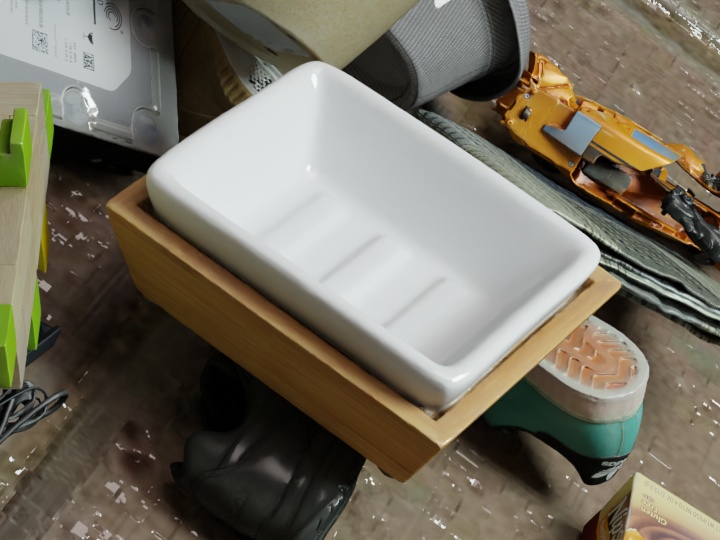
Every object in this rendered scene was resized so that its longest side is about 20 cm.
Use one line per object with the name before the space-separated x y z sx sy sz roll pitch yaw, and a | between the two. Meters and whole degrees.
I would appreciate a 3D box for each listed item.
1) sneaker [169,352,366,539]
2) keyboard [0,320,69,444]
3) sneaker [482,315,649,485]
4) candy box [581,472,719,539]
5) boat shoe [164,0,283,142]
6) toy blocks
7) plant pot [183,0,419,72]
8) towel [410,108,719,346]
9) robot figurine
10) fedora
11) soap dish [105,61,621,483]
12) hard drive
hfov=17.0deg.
sneaker | -0.029 0.055 1.175 0.090 0.076 0.200 30 35 -1
keyboard | -0.207 0.072 1.051 0.104 0.040 0.200 22 33 19
sneaker | 0.072 0.041 1.284 0.071 0.080 0.200 -20 44 -30
candy box | 0.200 0.202 1.217 0.199 0.055 0.116 33 37 -8
boat shoe | -0.069 -0.085 1.299 0.200 0.071 0.069 51 21 23
toy blocks | -0.214 -0.018 1.072 0.136 0.100 0.201 0 43 -1
plant pot | -0.007 -0.208 1.241 0.187 0.187 0.201 32 80 -8
towel | 0.128 -0.014 1.342 0.192 0.035 0.200 28 8 -25
robot figurine | 0.173 -0.056 1.429 0.199 0.058 0.145 30 8 -5
fedora | 0.008 -0.171 1.399 0.090 0.177 0.201 -33 85 -22
soap dish | 0.000 0.000 1.141 0.199 0.082 0.157 35 45 18
hard drive | -0.172 -0.135 1.208 0.199 0.038 0.141 17 64 -49
